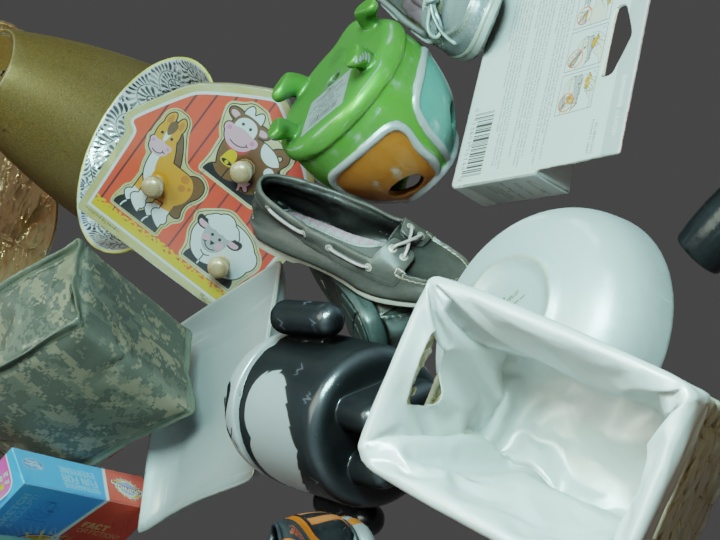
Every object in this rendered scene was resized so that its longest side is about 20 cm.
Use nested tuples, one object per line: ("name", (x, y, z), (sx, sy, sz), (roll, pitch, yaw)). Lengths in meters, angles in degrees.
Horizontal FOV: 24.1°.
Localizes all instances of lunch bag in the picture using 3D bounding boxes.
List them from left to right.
("lunch bag", (-0.269, 0.089, 1.466), (0.200, 0.164, 0.118), (-29, 43, 20))

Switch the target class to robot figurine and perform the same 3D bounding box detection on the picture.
("robot figurine", (-0.021, 0.110, 1.269), (0.200, 0.125, 0.150), (8, 75, 56))

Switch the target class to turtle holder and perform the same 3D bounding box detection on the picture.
("turtle holder", (0.008, -0.131, 1.386), (0.141, 0.132, 0.186), (-49, 20, 6))

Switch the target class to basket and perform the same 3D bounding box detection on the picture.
("basket", (0.123, 0.104, 1.056), (0.200, 0.123, 0.136), (25, 94, 33))

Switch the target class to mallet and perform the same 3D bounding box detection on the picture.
("mallet", (0.278, 0.009, 1.061), (0.066, 0.041, 0.200), (-55, 41, 14))

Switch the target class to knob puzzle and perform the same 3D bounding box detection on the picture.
("knob puzzle", (-0.127, -0.076, 1.475), (0.220, 0.220, 0.030), (-46, 4, 20))

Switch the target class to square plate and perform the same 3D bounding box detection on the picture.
("square plate", (-0.124, 0.114, 1.454), (0.200, 0.028, 0.198), (-31, 45, 49))

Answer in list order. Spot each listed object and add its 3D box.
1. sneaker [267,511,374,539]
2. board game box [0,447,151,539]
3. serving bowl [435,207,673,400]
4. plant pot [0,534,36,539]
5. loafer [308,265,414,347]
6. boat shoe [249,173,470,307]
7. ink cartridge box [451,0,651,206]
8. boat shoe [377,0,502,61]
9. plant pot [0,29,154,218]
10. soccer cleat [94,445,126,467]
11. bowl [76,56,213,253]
("sneaker", (-0.042, 0.270, 1.181), (0.078, 0.112, 0.200), (-23, 67, 42))
("board game box", (-0.303, 0.247, 1.497), (0.200, 0.153, 0.040), (-46, 50, 21))
("serving bowl", (0.123, 0.040, 1.198), (0.200, 0.066, 0.200), (-28, 49, 37))
("plant pot", (-0.277, 0.300, 1.393), (0.141, 0.200, 0.141), (21, 84, 54))
("loafer", (0.000, 0.000, 1.386), (0.063, 0.072, 0.200), (-19, 40, -11))
("boat shoe", (-0.001, -0.024, 1.319), (0.200, 0.057, 0.067), (18, 45, 24))
("ink cartridge box", (0.163, -0.156, 1.293), (0.176, 0.045, 0.200), (-8, 62, 49))
("boat shoe", (0.061, -0.226, 1.411), (0.074, 0.065, 0.202), (-69, 22, 13))
("plant pot", (-0.297, -0.160, 1.718), (0.186, 0.200, 0.187), (-29, 47, 35))
("soccer cleat", (-0.255, 0.104, 1.620), (0.073, 0.068, 0.200), (-34, 40, 4))
("bowl", (-0.172, -0.093, 1.607), (0.201, 0.094, 0.201), (-23, 55, 36))
